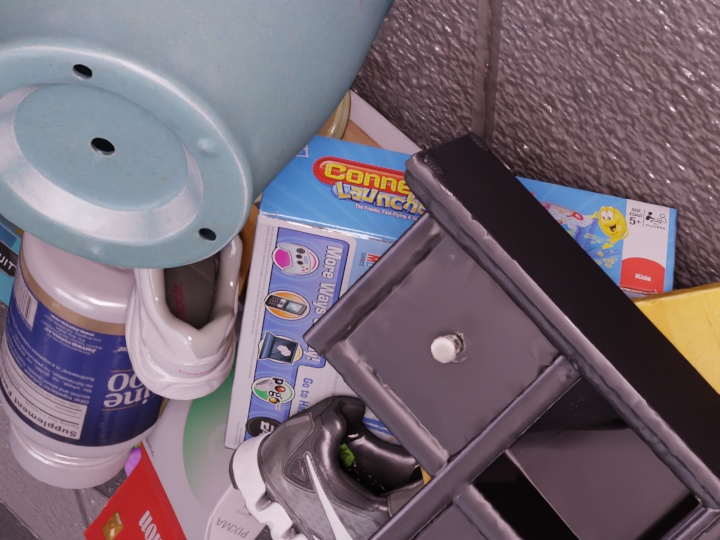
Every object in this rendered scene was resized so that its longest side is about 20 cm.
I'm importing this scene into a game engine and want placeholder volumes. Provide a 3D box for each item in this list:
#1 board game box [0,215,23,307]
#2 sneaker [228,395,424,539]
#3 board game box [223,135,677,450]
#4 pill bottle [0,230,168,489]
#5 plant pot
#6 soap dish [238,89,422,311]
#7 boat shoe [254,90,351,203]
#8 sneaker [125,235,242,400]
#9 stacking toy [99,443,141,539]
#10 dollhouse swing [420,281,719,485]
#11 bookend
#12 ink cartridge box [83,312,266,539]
[{"bbox_3d":[-0.238,-0.026,1.529,0.200,0.047,0.151,38,-165,17],"label":"board game box"},{"bbox_3d":[0.026,0.142,1.063,0.200,0.066,0.090,48,125,3],"label":"sneaker"},{"bbox_3d":[0.039,0.032,1.064,0.194,0.056,0.201,12,142,-1],"label":"board game box"},{"bbox_3d":[-0.166,0.045,1.327,0.111,0.111,0.201,38,138,16],"label":"pill bottle"},{"bbox_3d":[-0.088,-0.113,0.927,0.198,0.189,0.201,11,141,9],"label":"plant pot"},{"bbox_3d":[0.000,0.000,1.212,0.157,0.081,0.200,42,157,8],"label":"soap dish"},{"bbox_3d":[-0.101,-0.075,1.131,0.199,0.074,0.063,-6,154,28],"label":"boat shoe"},{"bbox_3d":[-0.100,-0.035,1.198,0.099,0.077,0.201,134,123,-66],"label":"sneaker"},{"bbox_3d":[-0.122,0.130,1.490,0.115,0.201,0.110,11,143,30],"label":"stacking toy"},{"bbox_3d":[0.155,0.089,1.036,0.199,0.176,0.183,-11,97,23],"label":"dollhouse swing"},{"bbox_3d":[0.039,0.082,0.930,0.200,0.199,0.092,48,-160,6],"label":"bookend"},{"bbox_3d":[-0.115,0.131,1.362,0.050,0.200,0.161,33,-167,-34],"label":"ink cartridge box"}]
